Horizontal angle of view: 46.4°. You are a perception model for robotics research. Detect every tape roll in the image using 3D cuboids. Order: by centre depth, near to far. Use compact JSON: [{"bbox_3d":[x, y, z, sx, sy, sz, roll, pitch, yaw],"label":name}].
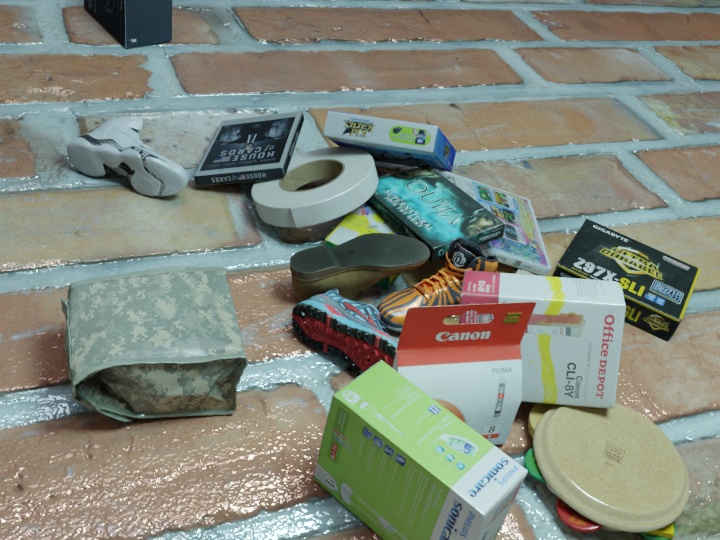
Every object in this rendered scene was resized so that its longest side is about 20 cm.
[{"bbox_3d":[-0.072,-0.133,1.313,0.202,0.037,0.203,-12,30,7],"label":"tape roll"}]

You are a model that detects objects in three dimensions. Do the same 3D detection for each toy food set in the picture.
[{"bbox_3d":[0.297,0.236,1.017,0.199,0.049,0.198,15,39,2],"label":"toy food set"}]

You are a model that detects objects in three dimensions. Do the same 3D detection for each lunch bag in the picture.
[{"bbox_3d":[-0.250,0.085,0.997,0.199,0.118,0.164,1,41,-22],"label":"lunch bag"}]

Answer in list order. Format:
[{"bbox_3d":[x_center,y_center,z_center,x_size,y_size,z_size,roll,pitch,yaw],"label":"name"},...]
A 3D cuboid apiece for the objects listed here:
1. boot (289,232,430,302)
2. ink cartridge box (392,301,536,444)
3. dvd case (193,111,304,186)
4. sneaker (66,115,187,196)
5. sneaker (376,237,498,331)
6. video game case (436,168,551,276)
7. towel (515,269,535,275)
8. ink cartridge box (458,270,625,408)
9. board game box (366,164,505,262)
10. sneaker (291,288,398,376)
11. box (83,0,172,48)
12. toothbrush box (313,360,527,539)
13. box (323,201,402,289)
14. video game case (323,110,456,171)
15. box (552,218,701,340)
[{"bbox_3d":[0.000,0.000,1.187,0.199,0.076,0.074,-10,39,-10],"label":"boot"},{"bbox_3d":[0.116,0.128,0.976,0.162,0.201,0.050,-2,41,-16],"label":"ink cartridge box"},{"bbox_3d":[-0.181,-0.205,1.401,0.150,0.025,0.200,-5,35,10],"label":"dvd case"},{"bbox_3d":[-0.351,-0.189,1.334,0.199,0.075,0.115,16,41,10],"label":"sneaker"},{"bbox_3d":[0.111,0.013,1.186,0.199,0.112,0.078,-18,47,-32],"label":"sneaker"},{"bbox_3d":[0.210,-0.081,1.369,0.181,0.024,0.200,17,35,-14],"label":"video game case"},{"bbox_3d":[0.254,0.081,1.205,0.132,0.035,0.200,26,42,14],"label":"towel"},{"bbox_3d":[0.224,0.086,1.060,0.199,0.146,0.083,3,20,9],"label":"ink cartridge box"},{"bbox_3d":[0.108,-0.094,1.289,0.135,0.028,0.200,-19,43,-26],"label":"board game box"},{"bbox_3d":[0.011,0.080,1.105,0.200,0.080,0.095,31,40,21],"label":"sneaker"},{"bbox_3d":[-0.474,-0.568,1.706,0.107,0.149,0.200,-20,49,-33],"label":"box"},{"bbox_3d":[0.056,0.218,0.896,0.200,0.146,0.086,35,43,27],"label":"toothbrush box"},{"bbox_3d":[0.035,-0.060,1.307,0.117,0.048,0.200,24,42,14],"label":"box"},{"bbox_3d":[0.053,-0.210,1.387,0.181,0.046,0.200,12,0,15],"label":"video game case"},{"bbox_3d":[0.419,0.010,1.326,0.200,0.049,0.160,27,43,17],"label":"box"}]
